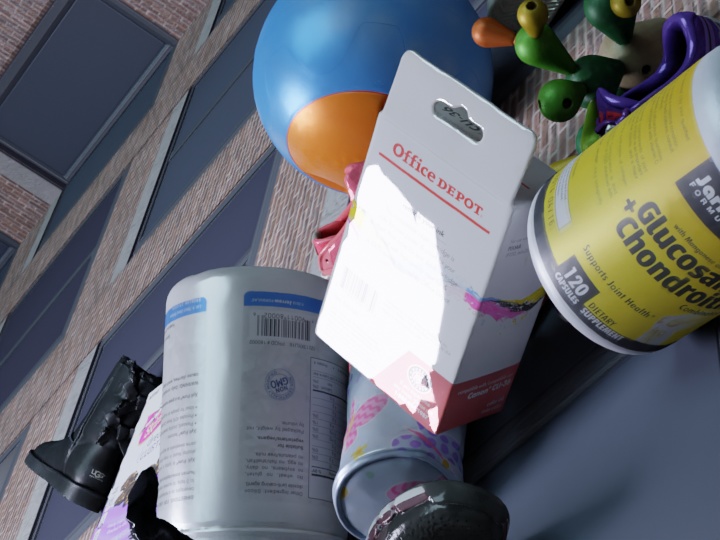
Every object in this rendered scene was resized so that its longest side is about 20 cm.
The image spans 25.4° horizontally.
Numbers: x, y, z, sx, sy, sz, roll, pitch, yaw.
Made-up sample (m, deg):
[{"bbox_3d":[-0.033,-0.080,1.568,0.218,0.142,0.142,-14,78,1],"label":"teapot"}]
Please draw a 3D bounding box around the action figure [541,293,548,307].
[{"bbox_3d":[0.078,-0.024,1.090,0.065,0.099,0.200,-49,22,28],"label":"action figure"}]

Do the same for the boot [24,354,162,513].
[{"bbox_3d":[-0.290,0.172,1.772,0.163,0.073,0.198,-62,25,-8],"label":"boot"}]

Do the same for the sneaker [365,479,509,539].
[{"bbox_3d":[0.021,0.210,0.893,0.116,0.075,0.200,-83,20,-44],"label":"sneaker"}]

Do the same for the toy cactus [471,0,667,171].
[{"bbox_3d":[0.152,-0.124,1.032,0.102,0.201,0.165,6,25,36],"label":"toy cactus"}]

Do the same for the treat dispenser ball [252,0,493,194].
[{"bbox_3d":[0.010,-0.161,1.325,0.201,0.200,0.201,-49,19,24],"label":"treat dispenser ball"}]

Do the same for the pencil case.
[{"bbox_3d":[0.028,0.089,1.045,0.200,0.083,0.091,-84,20,-56],"label":"pencil case"}]

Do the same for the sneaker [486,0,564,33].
[{"bbox_3d":[0.171,-0.280,1.306,0.200,0.075,0.085,-40,29,44],"label":"sneaker"}]

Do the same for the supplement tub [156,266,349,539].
[{"bbox_3d":[-0.072,0.109,1.095,0.132,0.131,0.201,-28,57,57],"label":"supplement tub"}]

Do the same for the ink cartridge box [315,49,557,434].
[{"bbox_3d":[0.055,-0.021,0.947,0.116,0.067,0.201,39,125,33],"label":"ink cartridge box"}]

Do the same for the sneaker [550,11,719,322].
[{"bbox_3d":[0.160,-0.062,0.948,0.201,0.083,0.081,-61,17,-6],"label":"sneaker"}]

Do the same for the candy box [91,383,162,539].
[{"bbox_3d":[-0.152,0.173,1.400,0.168,0.071,0.201,-38,26,46],"label":"candy box"}]

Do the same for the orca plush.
[{"bbox_3d":[-0.078,0.198,0.969,0.071,0.201,0.105,-32,21,-16],"label":"orca plush"}]

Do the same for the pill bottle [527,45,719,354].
[{"bbox_3d":[0.184,-0.046,0.806,0.200,0.112,0.112,-40,24,44],"label":"pill bottle"}]

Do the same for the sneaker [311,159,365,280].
[{"bbox_3d":[0.000,0.000,1.209,0.074,0.086,0.201,-88,14,-61],"label":"sneaker"}]
